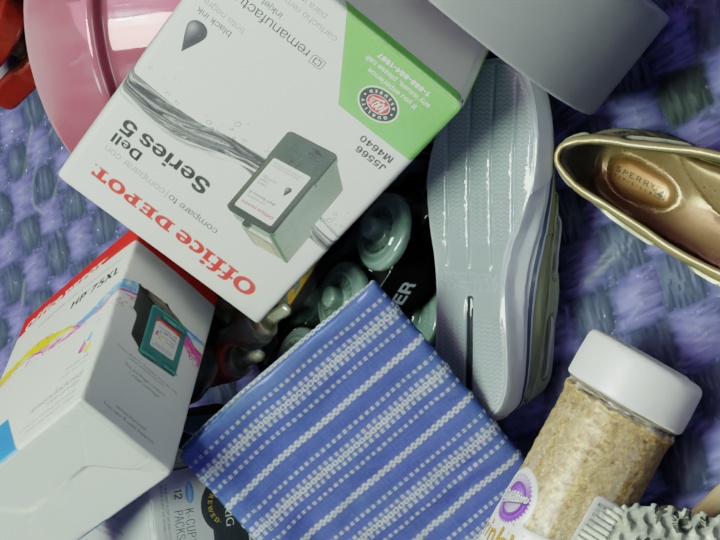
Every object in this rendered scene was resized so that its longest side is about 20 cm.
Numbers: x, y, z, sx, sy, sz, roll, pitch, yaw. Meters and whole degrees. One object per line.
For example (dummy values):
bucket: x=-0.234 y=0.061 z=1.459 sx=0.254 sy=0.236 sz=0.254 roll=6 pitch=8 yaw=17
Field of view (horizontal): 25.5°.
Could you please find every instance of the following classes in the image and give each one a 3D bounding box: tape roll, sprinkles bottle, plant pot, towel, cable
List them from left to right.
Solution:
cable: x=-0.119 y=0.067 z=0.998 sx=0.200 sy=0.050 sz=0.098 roll=-35 pitch=29 yaw=41
plant pot: x=-0.079 y=-0.155 z=0.997 sx=0.177 sy=0.200 sz=0.202 roll=-3 pitch=84 yaw=27
towel: x=0.016 y=0.126 z=0.867 sx=0.145 sy=0.200 sz=0.024 roll=-40 pitch=13 yaw=2
tape roll: x=0.066 y=-0.170 z=0.834 sx=0.066 sy=0.200 sz=0.201 roll=-49 pitch=55 yaw=14
sprinkles bottle: x=0.104 y=0.133 z=0.837 sx=0.068 sy=0.068 sz=0.201 roll=30 pitch=93 yaw=41

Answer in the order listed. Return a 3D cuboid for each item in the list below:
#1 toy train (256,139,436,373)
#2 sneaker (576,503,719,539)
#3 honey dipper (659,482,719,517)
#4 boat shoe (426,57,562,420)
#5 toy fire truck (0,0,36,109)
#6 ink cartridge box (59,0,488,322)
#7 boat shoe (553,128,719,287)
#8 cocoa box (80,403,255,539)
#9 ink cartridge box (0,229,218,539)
toy train: x=0.000 y=0.000 z=0.975 sx=0.201 sy=0.085 sz=0.114 roll=-57 pitch=40 yaw=27
sneaker: x=0.203 y=0.178 z=0.774 sx=0.198 sy=0.070 sz=0.100 roll=13 pitch=136 yaw=23
honey dipper: x=0.201 y=0.098 z=0.802 sx=0.200 sy=0.038 sz=0.038 roll=-50 pitch=56 yaw=26
boat shoe: x=0.079 y=-0.018 z=0.891 sx=0.071 sy=0.062 sz=0.202 roll=12 pitch=103 yaw=34
toy fire truck: x=-0.210 y=-0.215 z=1.185 sx=0.200 sy=0.112 sz=0.169 roll=-36 pitch=39 yaw=35
ink cartridge box: x=-0.049 y=-0.088 z=0.864 sx=0.145 sy=0.084 sz=0.200 roll=37 pitch=127 yaw=-9
boat shoe: x=0.185 y=-0.024 z=0.806 sx=0.199 sy=0.062 sz=0.074 roll=22 pitch=101 yaw=42
cocoa box: x=-0.099 y=0.161 z=0.970 sx=0.199 sy=0.130 sz=0.135 roll=2 pitch=98 yaw=62
ink cartridge box: x=-0.148 y=0.055 z=0.907 sx=0.116 sy=0.067 sz=0.201 roll=-37 pitch=25 yaw=27
